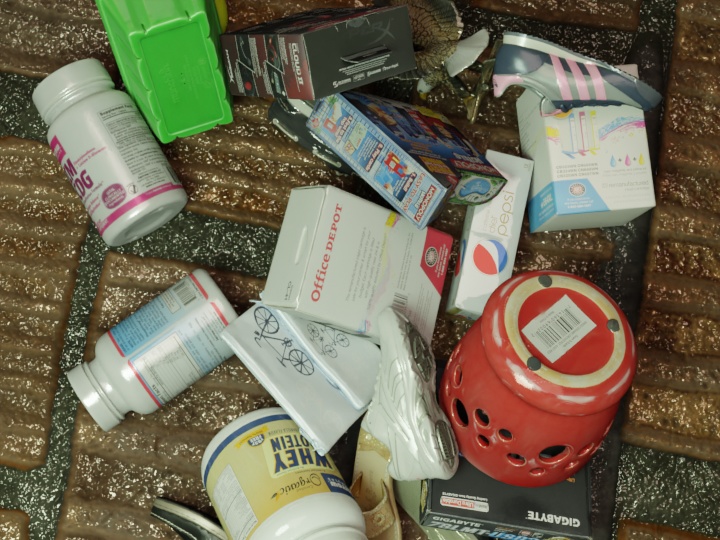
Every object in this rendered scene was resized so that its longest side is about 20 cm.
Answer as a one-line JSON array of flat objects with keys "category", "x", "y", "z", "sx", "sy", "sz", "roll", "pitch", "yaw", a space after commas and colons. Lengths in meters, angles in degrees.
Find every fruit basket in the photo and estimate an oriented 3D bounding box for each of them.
[{"category": "fruit basket", "x": -0.224, "y": -0.286, "z": 1.364, "sx": 0.154, "sy": 0.216, "sz": 0.218, "roll": -18, "pitch": 84, "yaw": -8}]

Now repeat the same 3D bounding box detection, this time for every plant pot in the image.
[{"category": "plant pot", "x": 0.203, "y": 0.116, "z": 1.270, "sx": 0.198, "sy": 0.183, "sz": 0.202, "roll": 7, "pitch": 56, "yaw": -10}]

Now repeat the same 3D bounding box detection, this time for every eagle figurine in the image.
[{"category": "eagle figurine", "x": 0.073, "y": -0.265, "z": 1.396, "sx": 0.199, "sy": 0.152, "sz": 0.152, "roll": 30, "pitch": 119, "yaw": 6}]

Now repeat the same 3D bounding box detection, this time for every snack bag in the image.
[{"category": "snack bag", "x": -0.057, "y": 0.096, "z": 1.322, "sx": 0.189, "sy": 0.200, "sz": 0.021, "roll": 49, "pitch": 125, "yaw": 3}]

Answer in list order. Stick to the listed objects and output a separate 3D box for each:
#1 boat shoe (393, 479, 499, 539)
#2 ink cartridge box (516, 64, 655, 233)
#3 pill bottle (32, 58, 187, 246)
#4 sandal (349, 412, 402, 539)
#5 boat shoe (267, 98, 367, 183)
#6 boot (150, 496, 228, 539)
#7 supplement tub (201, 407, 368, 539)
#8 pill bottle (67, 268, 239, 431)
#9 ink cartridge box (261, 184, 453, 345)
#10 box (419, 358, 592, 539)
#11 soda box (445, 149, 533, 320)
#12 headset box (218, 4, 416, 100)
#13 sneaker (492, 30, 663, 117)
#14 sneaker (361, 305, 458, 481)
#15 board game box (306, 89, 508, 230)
[{"category": "boat shoe", "x": 0.089, "y": 0.264, "z": 1.364, "sx": 0.067, "sy": 0.072, "sz": 0.201, "roll": -28, "pitch": 76, "yaw": -45}, {"category": "ink cartridge box", "x": 0.273, "y": -0.160, "z": 1.403, "sx": 0.127, "sy": 0.125, "sz": 0.203, "roll": -5, "pitch": 83, "yaw": -6}, {"category": "pill bottle", "x": -0.301, "y": -0.141, "z": 1.353, "sx": 0.113, "sy": 0.113, "sz": 0.201, "roll": -30, "pitch": 85, "yaw": -9}, {"category": "sandal", "x": 0.003, "y": 0.266, "z": 1.321, "sx": 0.077, "sy": 0.069, "sz": 0.215, "roll": 4, "pitch": 88, "yaw": 35}, {"category": "boat shoe", "x": -0.026, "y": -0.154, "z": 1.407, "sx": 0.199, "sy": 0.074, "sz": 0.060, "roll": 36, "pitch": 124, "yaw": -15}, {"category": "boot", "x": -0.183, "y": 0.368, "z": 1.312, "sx": 0.199, "sy": 0.073, "sz": 0.152, "roll": 33, "pitch": 80, "yaw": -5}, {"category": "supplement tub", "x": -0.080, "y": 0.267, "z": 1.257, "sx": 0.143, "sy": 0.145, "sz": 0.200, "roll": -29, "pitch": 48, "yaw": -9}, {"category": "pill bottle", "x": -0.236, "y": 0.096, "z": 1.326, "sx": 0.199, "sy": 0.109, "sz": 0.109, "roll": -35, "pitch": 86, "yaw": -9}, {"category": "ink cartridge box", "x": 0.000, "y": 0.000, "z": 1.332, "sx": 0.198, "sy": 0.085, "sz": 0.149, "roll": 21, "pitch": 79, "yaw": -33}, {"category": "box", "x": 0.171, "y": 0.214, "z": 1.335, "sx": 0.197, "sy": 0.050, "sz": 0.200, "roll": 11, "pitch": 54, "yaw": -7}, {"category": "soda box", "x": 0.159, "y": -0.041, "z": 1.403, "sx": 0.063, "sy": 0.068, "sz": 0.203, "roll": 13, "pitch": 81, "yaw": -4}, {"category": "headset box", "x": -0.044, "y": -0.247, "z": 1.280, "sx": 0.148, "sy": 0.199, "sz": 0.076, "roll": -23, "pitch": 112, "yaw": -32}, {"category": "sneaker", "x": 0.248, "y": -0.209, "z": 1.320, "sx": 0.198, "sy": 0.070, "sz": 0.083, "roll": 20, "pitch": 96, "yaw": 2}, {"category": "sneaker", "x": 0.038, "y": 0.143, "z": 1.273, "sx": 0.098, "sy": 0.078, "sz": 0.202, "roll": -19, "pitch": 77, "yaw": 24}, {"category": "board game box", "x": 0.068, "y": -0.123, "z": 1.323, "sx": 0.062, "sy": 0.198, "sz": 0.200, "roll": -58, "pitch": 48, "yaw": 25}]
